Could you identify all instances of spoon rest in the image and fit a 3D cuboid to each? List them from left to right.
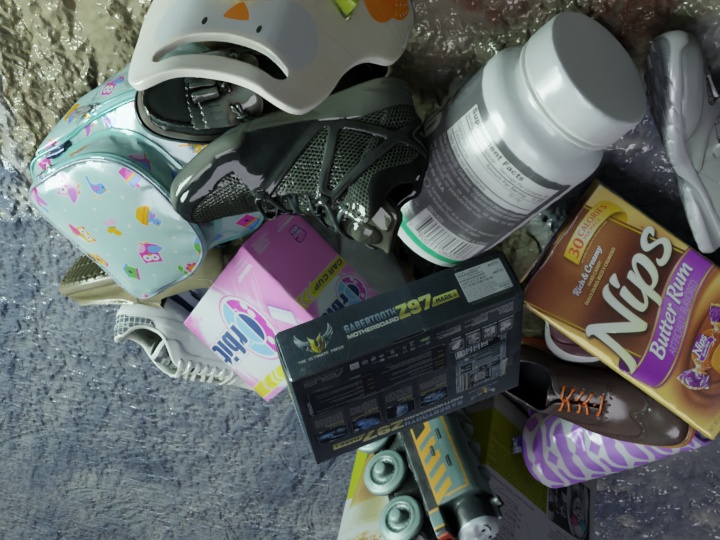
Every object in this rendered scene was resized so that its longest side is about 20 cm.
[{"bbox_3d":[0.000,0.000,0.950,0.200,0.061,0.099,46,113,1],"label":"spoon rest"}]

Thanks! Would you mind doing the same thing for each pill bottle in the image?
[{"bbox_3d":[0.112,-0.096,0.783,0.112,0.114,0.200,34,136,-18],"label":"pill bottle"}]

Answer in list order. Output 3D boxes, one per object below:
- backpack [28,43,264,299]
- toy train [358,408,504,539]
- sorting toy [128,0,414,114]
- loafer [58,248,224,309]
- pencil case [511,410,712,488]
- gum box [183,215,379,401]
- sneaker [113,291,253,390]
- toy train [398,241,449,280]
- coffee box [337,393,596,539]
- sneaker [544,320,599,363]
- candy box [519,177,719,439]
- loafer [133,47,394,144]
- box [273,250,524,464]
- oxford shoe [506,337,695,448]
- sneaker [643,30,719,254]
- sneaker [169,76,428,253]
[{"bbox_3d":[-0.165,-0.085,0.872,0.199,0.154,0.176,-29,117,31],"label":"backpack"},{"bbox_3d":[0.065,0.191,1.001,0.113,0.201,0.085,-31,134,11],"label":"toy train"},{"bbox_3d":[-0.073,-0.174,0.714,0.197,0.181,0.108,10,139,8],"label":"sorting toy"},{"bbox_3d":[-0.220,0.006,1.042,0.198,0.076,0.068,-11,125,30],"label":"loafer"},{"bbox_3d":[0.253,0.156,1.029,0.199,0.087,0.083,-25,140,38],"label":"pencil case"},{"bbox_3d":[-0.080,0.038,0.946,0.113,0.066,0.200,44,147,-2],"label":"gum box"},{"bbox_3d":[-0.173,0.089,1.113,0.199,0.081,0.076,31,136,-17],"label":"sneaker"},{"bbox_3d":[0.031,-0.061,0.903,0.034,0.046,0.201,-2,136,41],"label":"toy train"},{"bbox_3d":[0.116,0.284,1.125,0.198,0.199,0.200,-24,127,37],"label":"coffee box"},{"bbox_3d":[0.245,0.024,0.898,0.197,0.076,0.116,-6,130,26],"label":"sneaker"},{"bbox_3d":[0.239,0.030,0.846,0.199,0.056,0.117,35,103,2],"label":"candy box"},{"bbox_3d":[-0.069,-0.141,0.776,0.197,0.073,0.063,-10,175,-20],"label":"loafer"},{"bbox_3d":[0.037,0.076,0.860,0.198,0.051,0.158,-20,145,-6],"label":"box"},{"bbox_3d":[0.208,0.122,0.955,0.198,0.072,0.072,17,108,35],"label":"oxford shoe"},{"bbox_3d":[0.266,-0.103,0.768,0.081,0.075,0.201,-19,134,16],"label":"sneaker"},{"bbox_3d":[-0.040,-0.058,0.761,0.197,0.116,0.076,-19,161,-2],"label":"sneaker"}]
